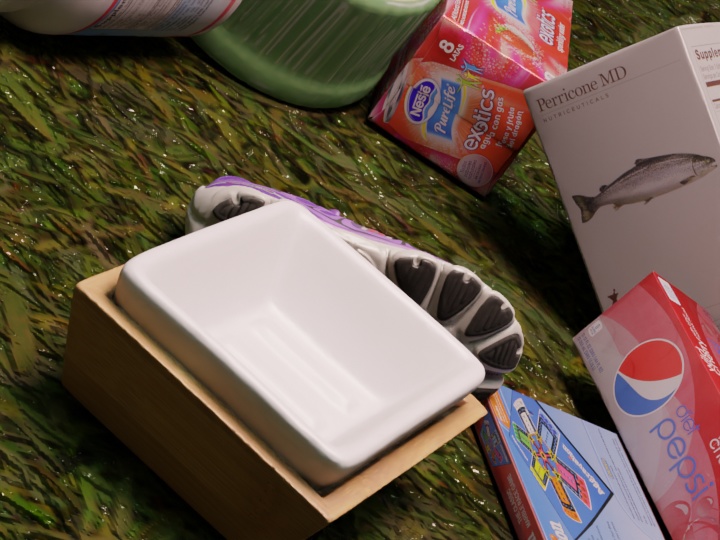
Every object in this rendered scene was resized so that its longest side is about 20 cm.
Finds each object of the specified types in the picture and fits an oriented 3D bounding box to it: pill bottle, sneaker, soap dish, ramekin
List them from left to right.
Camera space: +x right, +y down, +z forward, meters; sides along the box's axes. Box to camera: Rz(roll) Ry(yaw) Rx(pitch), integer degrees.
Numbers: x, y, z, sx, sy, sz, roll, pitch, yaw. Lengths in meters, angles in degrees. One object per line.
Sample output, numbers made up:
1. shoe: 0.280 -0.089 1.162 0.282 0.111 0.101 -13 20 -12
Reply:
1. pill bottle: -0.156 -0.191 1.427 0.109 0.109 0.200 46 26 21
2. soap dish: -0.040 0.052 1.170 0.157 0.081 0.200 41 24 11
3. ramekin: -0.036 -0.213 1.580 0.200 0.098 0.200 26 43 -27
4. sneaker: 0.000 0.000 1.329 0.200 0.081 0.083 30 18 -11

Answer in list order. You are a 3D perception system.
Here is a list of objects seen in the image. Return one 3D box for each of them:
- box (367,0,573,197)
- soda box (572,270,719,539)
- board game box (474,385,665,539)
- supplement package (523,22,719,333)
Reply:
1. box: 0.079 -0.146 1.682 0.100 0.095 0.200 33 24 -8
2. soda box: 0.194 0.096 1.402 0.063 0.070 0.200 34 22 -39
3. board game box: 0.123 0.140 1.308 0.103 0.019 0.200 25 26 -28
4. supplement package: 0.204 -0.044 1.540 0.117 0.117 0.200 -15 84 -61
